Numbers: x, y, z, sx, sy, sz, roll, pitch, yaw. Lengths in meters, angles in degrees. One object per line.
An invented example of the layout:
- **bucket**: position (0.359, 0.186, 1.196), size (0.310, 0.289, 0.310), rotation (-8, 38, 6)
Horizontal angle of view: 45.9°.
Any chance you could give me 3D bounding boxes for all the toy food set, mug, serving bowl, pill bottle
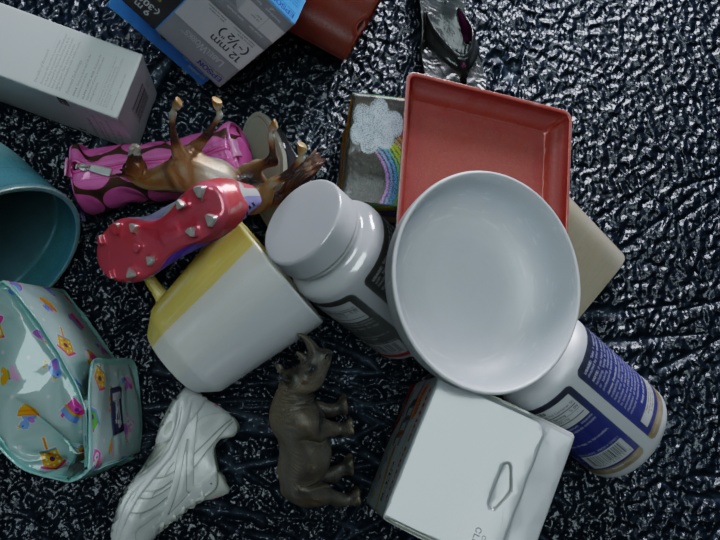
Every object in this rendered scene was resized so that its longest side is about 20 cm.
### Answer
- **toy food set**: position (0.196, 0.001, 0.984), size (0.143, 0.060, 0.200), rotation (44, 80, -8)
- **mug**: position (-0.152, 0.036, 0.913), size (0.153, 0.150, 0.187), rotation (-41, 55, -2)
- **serving bowl**: position (0.105, 0.013, 0.793), size (0.197, 0.066, 0.204), rotation (3, 82, -22)
- **pill bottle**: position (0.000, 0.000, 0.881), size (0.200, 0.113, 0.115), rotation (41, 75, -41)
- **pill bottle**: position (0.219, 0.119, 0.900), size (0.199, 0.115, 0.116), rotation (40, 78, -18)

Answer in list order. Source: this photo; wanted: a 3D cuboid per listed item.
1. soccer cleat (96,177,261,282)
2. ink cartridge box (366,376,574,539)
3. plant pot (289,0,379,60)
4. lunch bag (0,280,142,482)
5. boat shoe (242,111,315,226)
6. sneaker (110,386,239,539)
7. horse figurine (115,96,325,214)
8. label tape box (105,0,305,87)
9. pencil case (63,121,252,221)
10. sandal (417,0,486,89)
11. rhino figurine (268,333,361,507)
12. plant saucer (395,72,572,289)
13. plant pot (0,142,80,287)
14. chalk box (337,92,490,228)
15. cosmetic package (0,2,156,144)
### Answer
- **soccer cleat**: position (-0.185, -0.038, 0.847), size (0.198, 0.076, 0.068), rotation (-23, 84, 34)
- **ink cartridge box**: position (0.102, 0.203, 0.860), size (0.143, 0.200, 0.147), rotation (24, 78, 0)
- **plant pot**: position (-0.061, -0.353, 0.960), size (0.194, 0.201, 0.203), rotation (32, 79, -7)
- **lunch bag**: position (-0.304, 0.117, 0.856), size (0.122, 0.170, 0.201), rotation (-40, 86, -3)
- **boat shoe**: position (-0.081, -0.088, 0.980), size (0.062, 0.072, 0.203), rotation (-6, 70, -49)
- **sneaker**: position (-0.191, 0.230, 0.896), size (0.098, 0.078, 0.202), rotation (27, 80, -3)
- **horse figurine**: position (-0.135, -0.105, 0.862), size (0.197, 0.133, 0.050), rotation (15, 42, -23)
- **label tape box**: position (-0.173, -0.274, 0.901), size (0.143, 0.199, 0.067), rotation (39, 43, -26)
- **pencil case**: position (-0.218, -0.112, 0.932), size (0.197, 0.094, 0.092), rotation (-10, 71, 0)
- **sandal**: position (0.105, -0.288, 1.024), size (0.074, 0.048, 0.204), rotation (-11, 80, -7)
- **rhino figurine**: position (-0.052, 0.162, 0.897), size (0.086, 0.060, 0.203), rotation (-9, 108, -9)
- **plant saucer**: position (0.122, -0.081, 0.869), size (0.197, 0.037, 0.204), rotation (9, 78, -21)
- **plant pot**: position (-0.426, -0.065, 0.877), size (0.200, 0.201, 0.188), rotation (-43, 70, -10)
- **chalk box**: position (0.076, -0.108, 0.954), size (0.196, 0.124, 0.127), rotation (7, 79, -5)
- **cosmetic package**: position (-0.337, -0.217, 0.943), size (0.197, 0.113, 0.082), rotation (18, 78, 0)
